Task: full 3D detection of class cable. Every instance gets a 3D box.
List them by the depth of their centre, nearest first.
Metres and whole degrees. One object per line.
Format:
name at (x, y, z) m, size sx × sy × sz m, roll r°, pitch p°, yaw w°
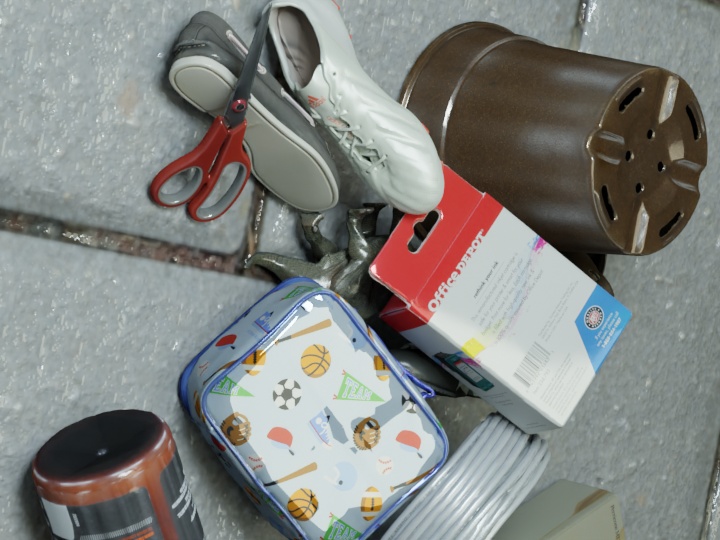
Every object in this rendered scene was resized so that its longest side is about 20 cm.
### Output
cable at (0.073, 0.204, 1.785) m, size 0.200 × 0.069 × 0.200 m, roll -51°, pitch 174°, yaw -4°

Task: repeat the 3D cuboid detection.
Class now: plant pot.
plant pot at (0.162, -0.100, 1.792) m, size 0.200 × 0.198 × 0.201 m, roll -9°, pitch 103°, yaw -43°

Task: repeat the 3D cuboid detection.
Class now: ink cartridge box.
ink cartridge box at (0.099, 0.023, 1.720) m, size 0.200 × 0.067 × 0.116 m, roll 39°, pitch 71°, yaw -12°

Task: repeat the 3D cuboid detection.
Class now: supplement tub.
supplement tub at (-0.163, 0.209, 1.591) m, size 0.107 × 0.107 × 0.201 m, roll -33°, pitch 120°, yaw -36°

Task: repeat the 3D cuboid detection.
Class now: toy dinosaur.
toy dinosaur at (0.000, 0.000, 1.736) m, size 0.199 × 0.077 × 0.103 m, roll -12°, pitch 99°, yaw -46°

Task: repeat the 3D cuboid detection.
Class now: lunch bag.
lunch bag at (-0.030, 0.113, 1.687) m, size 0.160 × 0.075 × 0.200 m, roll -42°, pitch 112°, yaw -13°

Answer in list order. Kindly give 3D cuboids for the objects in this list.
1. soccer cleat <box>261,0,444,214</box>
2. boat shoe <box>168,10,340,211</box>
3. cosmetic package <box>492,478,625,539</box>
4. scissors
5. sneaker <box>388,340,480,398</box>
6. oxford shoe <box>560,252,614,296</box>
soccer cleat at (-0.010, -0.124, 1.657) m, size 0.200 × 0.069 × 0.077 m, roll 57°, pitch 30°, yaw 9°
boat shoe at (-0.071, -0.119, 1.649) m, size 0.200 × 0.067 × 0.057 m, roll 46°, pitch 46°, yaw -43°
cosmetic package at (0.148, 0.276, 1.936) m, size 0.200 × 0.071 × 0.106 m, roll -29°, pitch 117°, yaw -37°
scissors at (-0.087, -0.113, 1.595) m, size 0.073 × 0.014 × 0.200 m, roll 11°, pitch 127°, yaw -35°
sneaker at (0.073, 0.060, 1.817) m, size 0.200 × 0.074 × 0.089 m, roll 5°, pitch 95°, yaw -59°
oxford shoe at (0.166, 0.022, 1.842) m, size 0.200 × 0.084 × 0.073 m, roll -62°, pitch 142°, yaw -54°
